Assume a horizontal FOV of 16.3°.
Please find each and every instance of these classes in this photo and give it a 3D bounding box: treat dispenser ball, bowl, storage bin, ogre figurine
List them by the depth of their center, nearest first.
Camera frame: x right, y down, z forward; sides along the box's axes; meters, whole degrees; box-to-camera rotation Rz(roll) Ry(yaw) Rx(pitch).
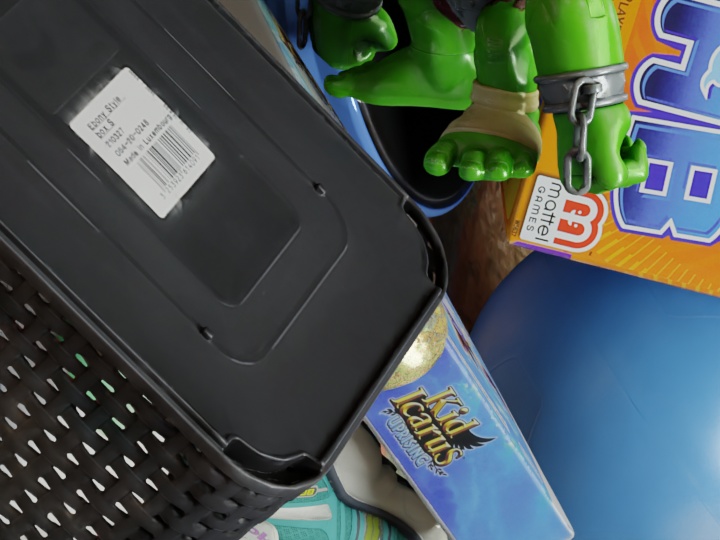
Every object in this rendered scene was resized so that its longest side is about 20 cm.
[{"bbox_3d":[-0.088,-0.018,0.708,0.200,0.094,0.135,45,38,-7],"label":"storage bin"},{"bbox_3d":[0.038,-0.110,0.937,0.200,0.098,0.120,-119,-151,-66],"label":"ogre figurine"},{"bbox_3d":[0.011,-0.117,1.130,0.201,0.039,0.201,-5,90,-66],"label":"bowl"},{"bbox_3d":[0.143,0.070,1.191,0.201,0.201,0.201,-5,90,-66],"label":"treat dispenser ball"}]

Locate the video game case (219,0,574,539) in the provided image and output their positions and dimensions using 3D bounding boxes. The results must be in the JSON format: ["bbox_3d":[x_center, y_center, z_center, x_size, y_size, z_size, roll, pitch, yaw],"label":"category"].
[{"bbox_3d":[0.000,0.000,0.970,0.200,0.045,0.181,56,4,-47],"label":"video game case"}]

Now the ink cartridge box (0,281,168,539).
[{"bbox_3d":[-0.106,0.074,0.824,0.161,0.050,0.200,-6,89,-66],"label":"ink cartridge box"}]

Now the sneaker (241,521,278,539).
[{"bbox_3d":[-0.036,0.182,0.905,0.100,0.075,0.200,-53,142,-56],"label":"sneaker"}]

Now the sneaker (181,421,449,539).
[{"bbox_3d":[-0.025,0.100,0.993,0.080,0.077,0.200,-56,149,-11],"label":"sneaker"}]

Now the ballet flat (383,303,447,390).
[{"bbox_3d":[-0.053,-0.037,0.809,0.071,0.200,0.071,-49,170,-12],"label":"ballet flat"}]

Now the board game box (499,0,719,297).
[{"bbox_3d":[0.182,-0.112,1.117,0.200,0.200,0.200,-87,-168,-68],"label":"board game box"}]
